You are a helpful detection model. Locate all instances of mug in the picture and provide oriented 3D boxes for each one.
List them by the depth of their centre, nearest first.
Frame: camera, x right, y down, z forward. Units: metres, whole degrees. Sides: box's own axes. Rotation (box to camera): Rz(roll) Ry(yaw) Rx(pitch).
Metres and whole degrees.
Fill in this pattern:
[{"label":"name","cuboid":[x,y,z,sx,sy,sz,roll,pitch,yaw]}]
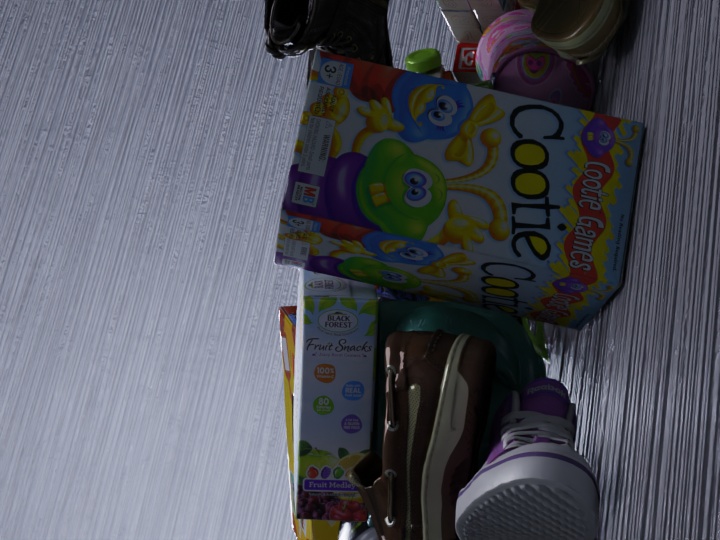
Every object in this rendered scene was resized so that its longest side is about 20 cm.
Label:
[{"label":"mug","cuboid":[0.064,0.098,1.014,0.185,0.113,0.154,-153,66,-88]}]

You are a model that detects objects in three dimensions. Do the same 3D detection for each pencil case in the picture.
[{"label":"pencil case","cuboid":[0.133,-0.150,1.204,0.200,0.086,0.088,-85,7,-71]}]

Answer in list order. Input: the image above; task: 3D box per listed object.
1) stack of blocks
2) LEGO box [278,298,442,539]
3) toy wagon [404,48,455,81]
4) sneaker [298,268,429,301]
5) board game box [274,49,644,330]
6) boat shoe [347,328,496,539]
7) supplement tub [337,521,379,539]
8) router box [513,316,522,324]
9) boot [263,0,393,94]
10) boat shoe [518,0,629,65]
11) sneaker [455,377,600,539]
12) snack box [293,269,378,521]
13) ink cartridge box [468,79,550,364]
[{"label":"stack of blocks","cuboid":[0.122,-0.221,1.372,0.200,0.058,0.116,51,-132,-61]},{"label":"LEGO box","cuboid":[0.017,0.125,1.255,0.077,0.147,0.202,-134,39,-67]},{"label":"toy wagon","cuboid":[0.073,-0.117,1.364,0.201,0.039,0.157,-77,-24,-62]},{"label":"sneaker","cuboid":[0.000,0.000,1.199,0.200,0.078,0.076,169,81,-78]},{"label":"board game box","cuboid":[0.056,-0.044,0.924,0.105,0.198,0.104,107,175,-72]},{"label":"boat shoe","cuboid":[0.030,0.130,0.923,0.075,0.074,0.205,-35,-44,-70]},{"label":"supplement tub","cuboid":[0.041,0.214,1.128,0.200,0.121,0.124,-79,0,-74]},{"label":"router box","cuboid":[0.123,-0.030,1.325,0.201,0.050,0.151,-80,0,-59]},{"label":"boot","cuboid":[-0.028,-0.169,1.070,0.174,0.069,0.202,-39,-40,-66]},{"label":"boat shoe","cuboid":[0.160,-0.184,1.089,0.073,0.063,0.201,-53,12,10]},{"label":"sneaker","cuboid":[0.094,0.103,0.862,0.201,0.072,0.115,103,-179,-68]},{"label":"snack box","cuboid":[-0.018,0.067,1.033,0.200,0.052,0.144,-102,13,-79]},{"label":"ink cartridge box","cuboid":[0.077,-0.028,1.127,0.148,0.075,0.202,-121,18,-88]}]
